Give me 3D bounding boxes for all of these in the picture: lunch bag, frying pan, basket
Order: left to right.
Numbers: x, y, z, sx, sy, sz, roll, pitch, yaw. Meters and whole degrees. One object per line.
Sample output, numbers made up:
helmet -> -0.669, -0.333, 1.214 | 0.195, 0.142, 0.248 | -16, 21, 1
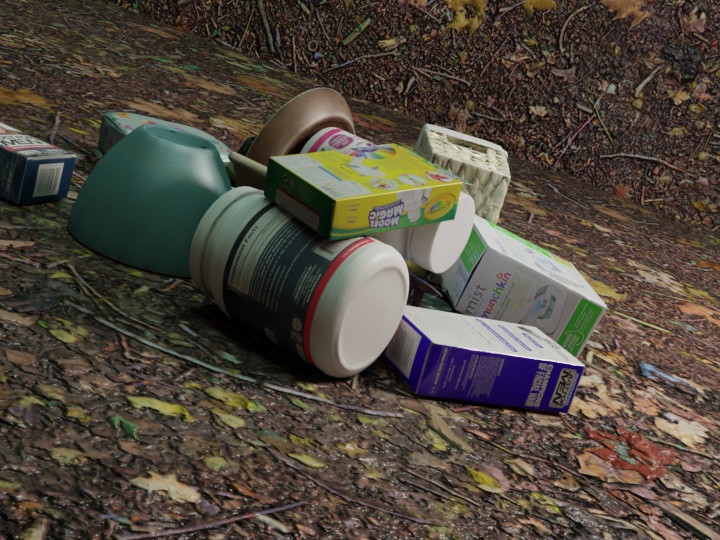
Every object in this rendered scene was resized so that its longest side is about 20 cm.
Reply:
lunch bag -> -0.284, -0.165, 1.631 | 0.198, 0.078, 0.160 | 10, 18, -29
frying pan -> 0.057, 0.051, 1.365 | 0.114, 0.031, 0.189 | 25, 13, 28
basket -> 0.123, -0.086, 1.602 | 0.134, 0.202, 0.124 | 16, 19, -6

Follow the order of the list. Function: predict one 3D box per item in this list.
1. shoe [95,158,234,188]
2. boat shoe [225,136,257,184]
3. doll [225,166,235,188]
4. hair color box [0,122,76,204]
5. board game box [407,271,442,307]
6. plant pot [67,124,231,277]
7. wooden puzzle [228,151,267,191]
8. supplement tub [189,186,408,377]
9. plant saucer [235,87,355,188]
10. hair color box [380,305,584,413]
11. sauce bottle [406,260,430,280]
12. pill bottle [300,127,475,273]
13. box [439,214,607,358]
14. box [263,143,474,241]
shoe -> -0.249, -0.109, 1.458 | 0.198, 0.054, 0.070 | 21, -28, 8
boat shoe -> -0.089, -0.139, 1.416 | 0.073, 0.065, 0.199 | 41, 27, 16
doll -> -0.158, -0.101, 1.499 | 0.199, 0.137, 0.049 | 22, -24, 38
hair color box -> -0.462, -0.146, 1.383 | 0.198, 0.061, 0.100 | 22, 15, 17
board game box -> 0.000, 0.000, 1.337 | 0.157, 0.039, 0.199 | 32, -5, -36
plant pot -> -0.231, -0.093, 1.318 | 0.197, 0.136, 0.200 | 16, 14, -4
wooden puzzle -> -0.059, -0.036, 1.268 | 0.184, 0.201, 0.037 | 26, 57, 27
supplement tub -> -0.063, 0.007, 1.143 | 0.199, 0.142, 0.140 | 27, 17, 30
plant saucer -> -0.070, -0.123, 1.362 | 0.034, 0.202, 0.199 | 35, 21, 27
hair color box -> 0.128, 0.095, 1.211 | 0.198, 0.066, 0.109 | 9, 17, -26
sauce bottle -> 0.034, -0.034, 1.454 | 0.064, 0.065, 0.200 | 26, -3, 30
pill bottle -> 0.025, -0.080, 1.297 | 0.198, 0.115, 0.113 | 27, 17, 26
box -> 0.201, 0.021, 1.465 | 0.175, 0.097, 0.200 | 27, 13, -9
box -> 0.013, -0.085, 1.151 | 0.198, 0.049, 0.117 | -13, 34, -38
